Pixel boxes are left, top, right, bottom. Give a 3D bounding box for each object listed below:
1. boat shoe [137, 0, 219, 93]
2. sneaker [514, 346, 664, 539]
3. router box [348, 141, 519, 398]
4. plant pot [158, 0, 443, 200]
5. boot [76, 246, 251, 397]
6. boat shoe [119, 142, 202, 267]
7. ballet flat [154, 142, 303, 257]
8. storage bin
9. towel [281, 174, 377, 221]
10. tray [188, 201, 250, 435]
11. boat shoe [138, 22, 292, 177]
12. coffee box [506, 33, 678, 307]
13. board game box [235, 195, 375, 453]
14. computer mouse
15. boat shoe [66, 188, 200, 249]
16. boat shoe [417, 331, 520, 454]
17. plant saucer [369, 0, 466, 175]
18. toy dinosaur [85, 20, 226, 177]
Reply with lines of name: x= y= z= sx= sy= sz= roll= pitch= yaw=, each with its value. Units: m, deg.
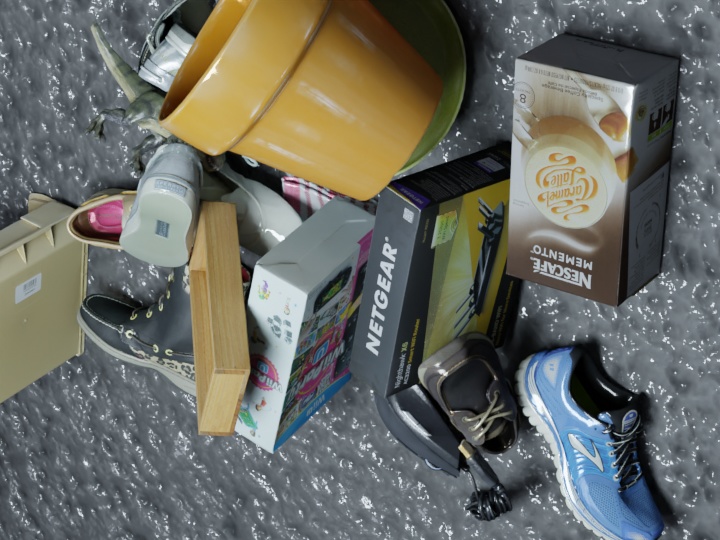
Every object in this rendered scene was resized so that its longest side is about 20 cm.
boat shoe: x=-0.175 y=-0.228 z=1.687 sx=0.072 sy=0.071 sz=0.200 roll=50 pitch=134 yaw=6
sneaker: x=0.219 y=0.158 z=1.569 sx=0.089 sy=0.078 sz=0.200 roll=-29 pitch=93 yaw=46
router box: x=0.076 y=-0.001 z=1.542 sx=0.052 sy=0.157 sz=0.201 roll=36 pitch=132 yaw=35
plant pot: x=-0.039 y=-0.158 z=1.449 sx=0.183 sy=0.201 sz=0.200 roll=32 pitch=135 yaw=-15
boot: x=-0.205 y=0.033 z=1.849 sx=0.203 sy=0.073 sz=0.154 roll=27 pitch=124 yaw=20
boat shoe: x=-0.182 y=-0.062 z=1.662 sx=0.070 sy=0.072 sz=0.201 roll=20 pitch=157 yaw=-6
ballet flat: x=-0.135 y=-0.069 z=1.712 sx=0.200 sy=0.069 sz=0.070 roll=40 pitch=133 yaw=34
storage bin: x=-0.401 y=0.039 z=1.917 sx=0.093 sy=0.200 sz=0.199 roll=24 pitch=125 yaw=25
towel: x=0.000 y=0.000 z=1.695 sx=0.199 sy=0.030 sz=0.147 roll=25 pitch=126 yaw=27
tray: x=-0.132 y=0.043 z=1.615 sx=0.037 sy=0.201 sz=0.099 roll=4 pitch=138 yaw=-13
boat shoe: x=-0.122 y=-0.149 z=1.633 sx=0.202 sy=0.065 sz=0.074 roll=42 pitch=-177 yaw=-39
coffee box: x=0.193 y=-0.084 z=1.462 sx=0.114 sy=0.080 sz=0.201 roll=17 pitch=122 yaw=31
board game box: x=-0.053 y=0.051 z=1.647 sx=0.064 sy=0.148 sz=0.201 roll=29 pitch=131 yaw=18
computer mouse: x=0.070 y=0.166 z=1.668 sx=0.200 sy=0.046 sz=0.140 roll=56 pitch=169 yaw=1
boat shoe: x=-0.225 y=-0.050 z=1.820 sx=0.199 sy=0.069 sz=0.074 roll=-3 pitch=109 yaw=38
boat shoe: x=0.110 y=0.114 z=1.568 sx=0.074 sy=0.200 sz=0.073 roll=-37 pitch=65 yaw=3
plant saucer: x=-0.005 y=-0.177 z=1.548 sx=0.199 sy=0.031 sz=0.201 roll=0 pitch=93 yaw=6
toy dinosaur: x=-0.214 y=-0.147 z=1.705 sx=0.200 sy=0.047 sz=0.088 roll=43 pitch=101 yaw=12
